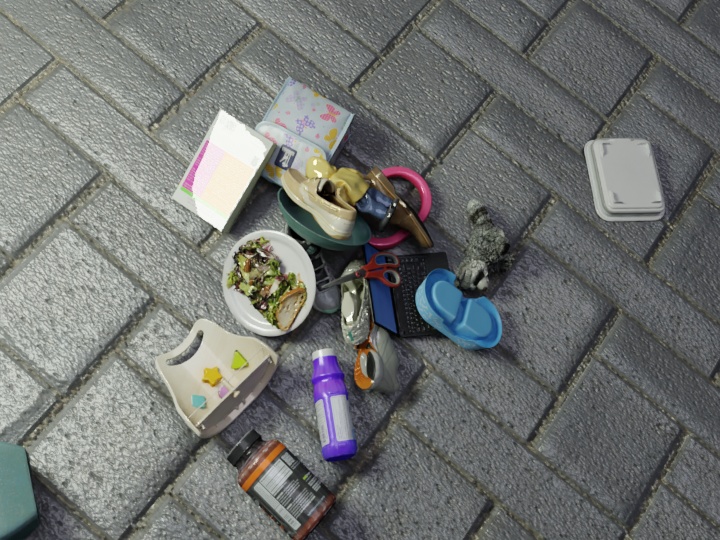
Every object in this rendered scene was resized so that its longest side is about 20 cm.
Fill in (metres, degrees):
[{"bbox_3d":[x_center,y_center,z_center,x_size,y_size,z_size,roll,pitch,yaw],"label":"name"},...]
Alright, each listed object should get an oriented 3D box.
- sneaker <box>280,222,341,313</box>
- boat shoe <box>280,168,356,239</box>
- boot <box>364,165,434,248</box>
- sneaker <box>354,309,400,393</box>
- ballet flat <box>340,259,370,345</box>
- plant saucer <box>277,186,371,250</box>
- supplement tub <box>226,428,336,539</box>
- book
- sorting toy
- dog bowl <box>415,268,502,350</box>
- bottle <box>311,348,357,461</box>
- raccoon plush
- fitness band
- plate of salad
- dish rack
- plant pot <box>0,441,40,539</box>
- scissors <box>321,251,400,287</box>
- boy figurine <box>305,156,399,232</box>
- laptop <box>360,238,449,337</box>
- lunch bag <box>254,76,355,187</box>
[{"bbox_3d":[-0.096,-0.018,1.643,0.077,0.140,0.201,-31,77,-20],"label":"sneaker"},{"bbox_3d":[-0.073,-0.140,1.588,0.073,0.070,0.200,-5,42,-50],"label":"boat shoe"},{"bbox_3d":[0.071,-0.112,1.729,0.075,0.074,0.201,-41,86,5],"label":"boot"},{"bbox_3d":[0.036,0.150,1.653,0.091,0.075,0.203,26,49,-34],"label":"sneaker"},{"bbox_3d":[-0.010,0.048,1.645,0.070,0.072,0.203,5,52,-9],"label":"ballet flat"},{"bbox_3d":[-0.074,-0.094,1.625,0.197,0.036,0.201,24,26,-12],"label":"plant saucer"},{"bbox_3d":[-0.144,0.376,1.504,0.200,0.107,0.107,43,68,8],"label":"supplement tub"},{"bbox_3d":[-0.272,-0.197,1.684,0.132,0.048,0.202,32,94,8],"label":"book"},{"bbox_3d":[-0.278,0.185,1.561,0.180,0.107,0.200,41,68,14],"label":"sorting toy"},{"bbox_3d":[0.191,0.083,1.678,0.199,0.049,0.113,35,51,-17],"label":"dog bowl"},{"bbox_3d":[-0.053,0.249,1.582,0.064,0.084,0.204,-6,70,-12],"label":"bottle"},{"bbox_3d":[0.228,-0.041,1.765,0.132,0.098,0.201,-23,45,-6],"label":"raccoon plush"},{"bbox_3d":[0.060,-0.131,1.774,0.199,0.038,0.144,-40,81,-20],"label":"fitness band"},{"bbox_3d":[-0.179,0.025,1.612,0.196,0.048,0.204,2,96,19],"label":"plate of salad"},{"bbox_3d":[0.599,-0.212,1.905,0.168,0.044,0.204,-2,69,-11],"label":"dish rack"},{"bbox_3d":[-0.628,0.378,1.370,0.197,0.197,0.199,-11,71,-23],"label":"plant pot"},{"bbox_3d":[0.000,0.000,1.606,0.197,0.014,0.074,-1,70,-36],"label":"scissors"},{"bbox_3d":[-0.024,-0.153,1.655,0.198,0.065,0.125,28,39,-2],"label":"boy figurine"},{"bbox_3d":[0.101,0.031,1.678,0.196,0.104,0.180,-4,67,-10],"label":"laptop"},{"bbox_3d":[-0.126,-0.264,1.743,0.168,0.127,0.202,30,76,3],"label":"lunch bag"}]
